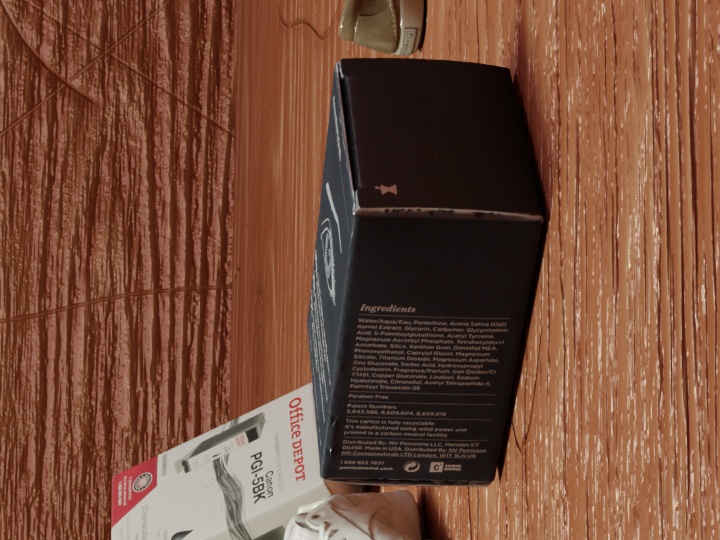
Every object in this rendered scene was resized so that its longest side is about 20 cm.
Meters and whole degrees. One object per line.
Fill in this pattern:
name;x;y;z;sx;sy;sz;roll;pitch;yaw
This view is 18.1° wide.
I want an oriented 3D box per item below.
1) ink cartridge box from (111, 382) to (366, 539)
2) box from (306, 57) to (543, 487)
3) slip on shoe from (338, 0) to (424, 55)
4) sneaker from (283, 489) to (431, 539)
ink cartridge box;-0.102;0.198;1.878;0.083;0.200;0.147;58;-168;-31
box;0.031;0.002;1.288;0.148;0.104;0.200;-96;11;-50
slip on shoe;0.011;-0.248;1.695;0.076;0.060;0.200;105;165;-61
sneaker;0.001;0.200;1.507;0.200;0.099;0.075;-125;40;-76
